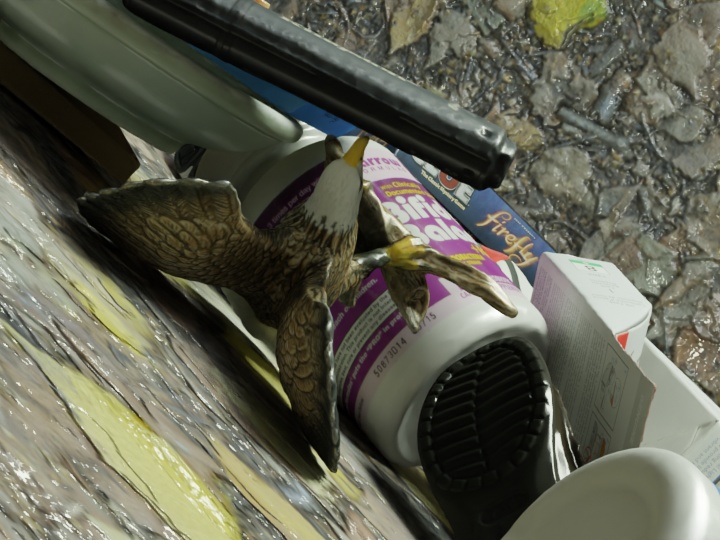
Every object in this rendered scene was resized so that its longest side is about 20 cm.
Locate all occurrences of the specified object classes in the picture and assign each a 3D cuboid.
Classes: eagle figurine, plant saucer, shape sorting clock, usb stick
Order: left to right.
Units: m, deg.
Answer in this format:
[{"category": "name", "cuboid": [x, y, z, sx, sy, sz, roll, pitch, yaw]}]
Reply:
[{"category": "plant saucer", "cuboid": [-0.122, -0.106, 1.456, 0.200, 0.050, 0.200, 34, 3, -2]}, {"category": "shape sorting clock", "cuboid": [-0.061, -0.122, 1.503, 0.200, 0.039, 0.200, 35, 3, -2]}, {"category": "eagle figurine", "cuboid": [-0.035, 0.002, 1.382, 0.151, 0.151, 0.200, 4, 21, 27]}, {"category": "usb stick", "cuboid": [-0.020, -0.093, 1.372, 0.200, 0.033, 0.055, 27, 0, 1]}]

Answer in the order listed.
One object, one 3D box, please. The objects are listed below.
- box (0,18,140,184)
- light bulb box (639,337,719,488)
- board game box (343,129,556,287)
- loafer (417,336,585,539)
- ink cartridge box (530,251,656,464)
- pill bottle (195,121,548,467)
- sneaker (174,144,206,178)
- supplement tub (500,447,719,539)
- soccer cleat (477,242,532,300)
[{"category": "box", "cuboid": [-0.205, -0.139, 1.533, 0.200, 0.021, 0.164, 43, 7, -33]}, {"category": "light bulb box", "cuboid": [0.229, 0.169, 1.972, 0.200, 0.125, 0.198, 44, 5, -20]}, {"category": "board game box", "cuboid": [0.013, -0.037, 1.878, 0.135, 0.035, 0.200, 43, -24, -27]}, {"category": "loafer", "cuboid": [0.078, 0.117, 1.425, 0.071, 0.073, 0.200, 53, 20, -40]}, {"category": "ink cartridge box", "cuboid": [0.121, 0.097, 1.525, 0.050, 0.161, 0.200, 7, 17, -17]}, {"category": "pill bottle", "cuboid": [0.000, 0.000, 1.571, 0.200, 0.112, 0.112, 48, 6, 29]}, {"category": "sneaker", "cuboid": [-0.050, -0.036, 1.762, 0.092, 0.076, 0.200, 51, 9, -30]}, {"category": "supplement tub", "cuboid": [0.148, 0.179, 1.223, 0.200, 0.132, 0.132, 44, 5, -23]}, {"category": "soccer cleat", "cuboid": [0.069, 0.048, 1.720, 0.085, 0.069, 0.200, 36, 25, 1]}]
